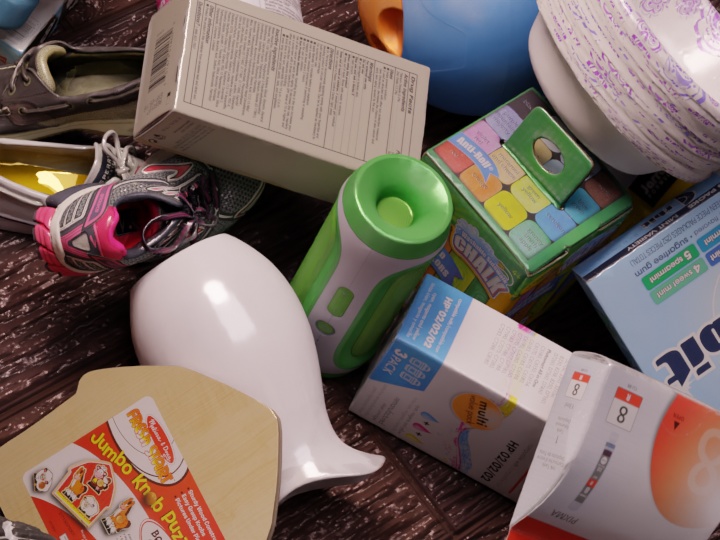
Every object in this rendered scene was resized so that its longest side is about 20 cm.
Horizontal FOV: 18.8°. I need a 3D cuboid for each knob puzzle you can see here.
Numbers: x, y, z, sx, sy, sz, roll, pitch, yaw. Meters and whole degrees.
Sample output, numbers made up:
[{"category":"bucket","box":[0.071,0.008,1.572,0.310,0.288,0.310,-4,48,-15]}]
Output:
[{"category":"knob puzzle","box":[-0.137,0.154,1.479,0.218,0.030,0.221,-4,75,15]}]

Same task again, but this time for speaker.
[{"category":"speaker","box":[0.000,0.000,1.568,0.088,0.200,0.089,9,57,-15]}]

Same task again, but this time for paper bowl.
[{"category":"paper bowl","box":[0.202,-0.153,1.606,0.200,0.104,0.201,37,30,-26]}]

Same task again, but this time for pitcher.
[{"category":"pitcher","box":[-0.101,0.091,1.538,0.171,0.121,0.201,-28,83,-16]}]

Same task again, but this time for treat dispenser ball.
[{"category":"treat dispenser ball","box":[0.096,-0.224,1.741,0.200,0.201,0.202,9,57,-15]}]

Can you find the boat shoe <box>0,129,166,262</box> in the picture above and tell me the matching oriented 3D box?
[{"category":"boat shoe","box":[-0.190,-0.066,1.609,0.201,0.086,0.075,12,57,-13]}]

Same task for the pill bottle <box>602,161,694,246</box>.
[{"category":"pill bottle","box":[0.232,-0.035,1.731,0.200,0.111,0.111,39,55,6]}]

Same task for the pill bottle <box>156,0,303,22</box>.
[{"category":"pill bottle","box":[-0.099,-0.180,1.695,0.113,0.113,0.201,1,59,-19]}]

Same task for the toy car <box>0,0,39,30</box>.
[{"category":"toy car","box":[-0.227,-0.308,1.676,0.177,0.184,0.200,47,28,11]}]

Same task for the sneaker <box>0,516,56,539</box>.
[{"category":"sneaker","box":[-0.219,0.239,1.421,0.078,0.090,0.200,14,27,-50]}]

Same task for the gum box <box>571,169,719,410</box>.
[{"category":"gum box","box":[0.281,0.035,1.643,0.170,0.045,0.200,-35,108,-1]}]

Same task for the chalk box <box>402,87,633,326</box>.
[{"category":"chalk box","box":[0.108,-0.041,1.633,0.124,0.200,0.125,-32,74,-33]}]

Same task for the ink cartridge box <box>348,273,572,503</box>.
[{"category":"ink cartridge box","box":[0.106,0.101,1.598,0.199,0.115,0.068,28,54,-2]}]

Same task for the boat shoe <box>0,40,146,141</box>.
[{"category":"boat shoe","box":[-0.226,-0.139,1.612,0.200,0.066,0.072,0,49,11]}]

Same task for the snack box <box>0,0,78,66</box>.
[{"category":"snack box","box":[-0.267,-0.256,1.726,0.116,0.037,0.200,33,55,1]}]

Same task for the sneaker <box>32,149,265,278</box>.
[{"category":"sneaker","box":[-0.136,-0.040,1.553,0.200,0.074,0.081,-27,108,-44]}]

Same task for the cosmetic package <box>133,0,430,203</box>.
[{"category":"cosmetic package","box":[-0.055,-0.121,1.567,0.199,0.073,0.104,18,67,-27]}]

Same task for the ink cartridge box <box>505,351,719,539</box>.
[{"category":"ink cartridge box","box":[0.181,0.176,1.532,0.162,0.050,0.201,24,80,-37]}]
